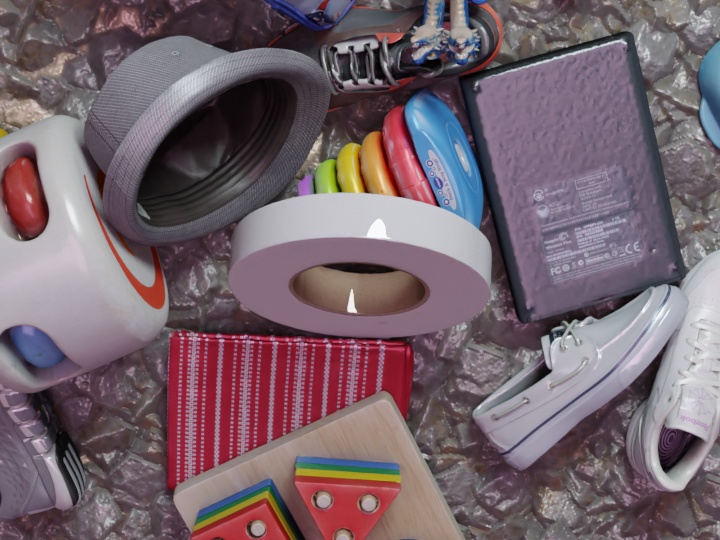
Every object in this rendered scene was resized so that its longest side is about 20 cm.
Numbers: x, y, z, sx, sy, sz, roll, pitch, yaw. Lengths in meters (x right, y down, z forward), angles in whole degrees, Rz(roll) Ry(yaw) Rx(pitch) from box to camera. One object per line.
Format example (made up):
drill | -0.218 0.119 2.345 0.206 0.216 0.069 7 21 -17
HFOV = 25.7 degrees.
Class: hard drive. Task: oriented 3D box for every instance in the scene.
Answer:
hard drive | 0.168 -0.073 1.243 0.138 0.033 0.202 -15 103 0

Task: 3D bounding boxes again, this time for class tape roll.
tape roll | 0.000 0.000 1.183 0.201 0.203 0.037 4 68 -2

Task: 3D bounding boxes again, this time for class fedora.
fedora | -0.125 -0.109 1.156 0.090 0.199 0.178 44 133 23

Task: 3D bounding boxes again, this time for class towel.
towel | -0.058 0.119 1.286 0.198 0.023 0.146 3 108 0

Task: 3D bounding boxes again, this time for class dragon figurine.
dragon figurine | 0.068 -0.232 1.159 0.058 0.201 0.100 5 133 6

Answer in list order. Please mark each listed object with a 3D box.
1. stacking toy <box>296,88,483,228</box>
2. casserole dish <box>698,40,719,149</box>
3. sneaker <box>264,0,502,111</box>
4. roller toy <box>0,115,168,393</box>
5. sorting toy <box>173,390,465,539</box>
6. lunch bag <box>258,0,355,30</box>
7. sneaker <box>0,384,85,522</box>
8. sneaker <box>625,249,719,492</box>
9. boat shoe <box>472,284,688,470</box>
stacking toy | -0.010 -0.051 1.223 0.198 0.110 0.117 -21 102 16
casserole dish | 0.359 -0.157 1.228 0.199 0.039 0.122 -32 102 5
sneaker | 0.011 -0.166 1.196 0.198 0.082 0.078 -15 103 4
roller toy | -0.240 -0.012 1.175 0.139 0.183 0.201 -23 102 6
sorting toy | -0.023 0.232 1.276 0.197 0.070 0.201 -25 107 9
lunch bag | -0.021 -0.269 1.130 0.075 0.160 0.201 35 95 18
sneaker | -0.308 0.116 1.260 0.115 0.075 0.202 -20 103 6
sneaker | 0.274 0.084 1.249 0.074 0.100 0.202 17 100 -2
boat shoe | 0.170 0.075 1.252 0.067 0.074 0.200 42 104 -7
